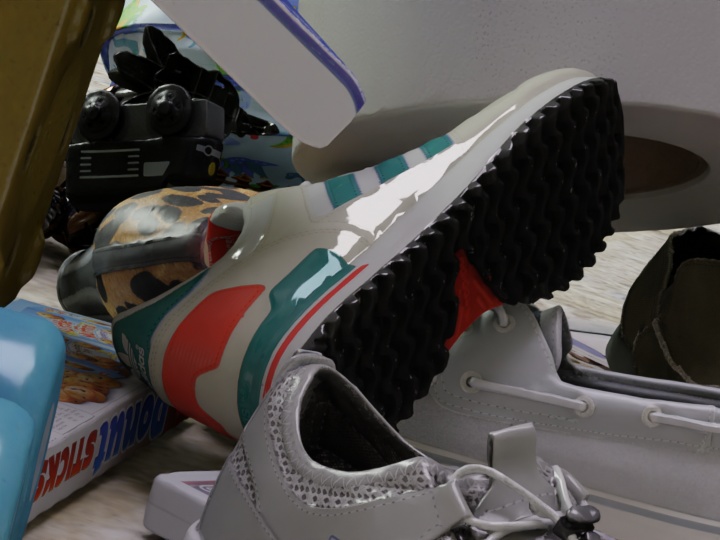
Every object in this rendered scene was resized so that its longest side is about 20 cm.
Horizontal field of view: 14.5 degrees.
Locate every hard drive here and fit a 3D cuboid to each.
[{"bbox_3d":[-0.074,-0.118,0.869,0.132,0.025,0.200,43,5,-27],"label":"hard drive"}]

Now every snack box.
[{"bbox_3d":[-0.103,0.038,0.835,0.071,0.024,0.200,14,9,10],"label":"snack box"}]

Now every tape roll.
[{"bbox_3d":[0.076,-0.103,1.043,0.201,0.140,0.203,3,-11,1],"label":"tape roll"}]

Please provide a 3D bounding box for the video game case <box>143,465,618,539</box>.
[{"bbox_3d":[0.057,0.096,0.773,0.199,0.018,0.143,23,12,37],"label":"video game case"}]

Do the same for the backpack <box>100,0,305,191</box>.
[{"bbox_3d":[-0.039,-0.083,1.246,0.162,0.154,0.201,12,-33,16],"label":"backpack"}]

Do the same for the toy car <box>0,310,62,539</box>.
[{"bbox_3d":[-0.147,-0.038,0.624,0.183,0.201,0.177,15,9,-4],"label":"toy car"}]

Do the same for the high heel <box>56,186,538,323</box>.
[{"bbox_3d":[0.000,0.000,0.984,0.199,0.072,0.142,-3,-4,-16],"label":"high heel"}]

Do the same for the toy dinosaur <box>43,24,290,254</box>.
[{"bbox_3d":[-0.103,-0.042,1.130,0.199,0.103,0.135,-17,8,-30],"label":"toy dinosaur"}]

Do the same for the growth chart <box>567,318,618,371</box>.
[{"bbox_3d":[0.137,0.050,1.168,0.144,0.018,0.200,9,11,-28],"label":"growth chart"}]

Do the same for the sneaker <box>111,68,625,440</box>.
[{"bbox_3d":[0.004,-0.014,0.877,0.093,0.071,0.200,18,41,32],"label":"sneaker"}]

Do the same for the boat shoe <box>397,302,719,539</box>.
[{"bbox_3d":[0.053,0.044,0.913,0.199,0.069,0.072,17,10,12],"label":"boat shoe"}]

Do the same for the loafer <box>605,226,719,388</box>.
[{"bbox_3d":[0.134,0.027,1.047,0.075,0.070,0.200,10,12,-11],"label":"loafer"}]

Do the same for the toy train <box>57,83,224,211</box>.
[{"bbox_3d":[-0.140,-0.036,1.022,0.199,0.046,0.034,-3,-10,23],"label":"toy train"}]

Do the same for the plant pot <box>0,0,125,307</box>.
[{"bbox_3d":[-0.181,-0.072,0.836,0.199,0.197,0.194,18,6,0],"label":"plant pot"}]

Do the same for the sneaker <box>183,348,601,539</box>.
[{"bbox_3d":[0.031,0.077,0.638,0.199,0.083,0.074,23,12,39],"label":"sneaker"}]
